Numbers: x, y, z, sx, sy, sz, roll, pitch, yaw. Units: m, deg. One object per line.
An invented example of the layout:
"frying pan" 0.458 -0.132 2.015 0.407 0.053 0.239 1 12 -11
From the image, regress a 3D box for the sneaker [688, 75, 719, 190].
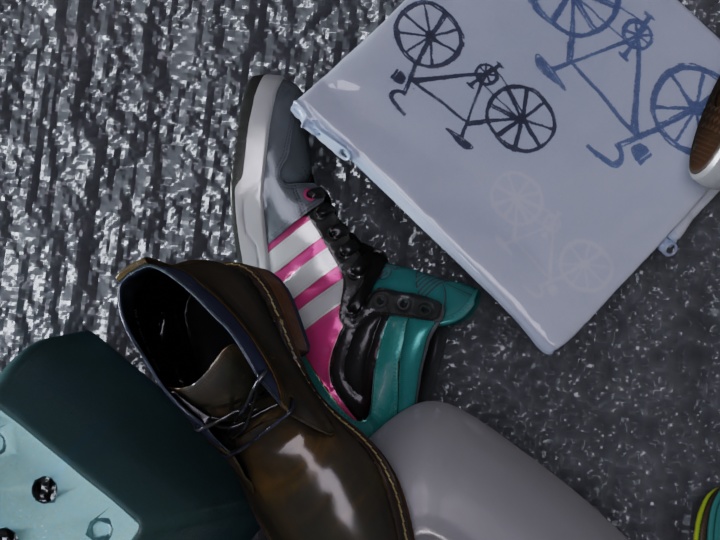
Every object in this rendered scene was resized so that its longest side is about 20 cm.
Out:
"sneaker" 0.240 -0.111 0.910 0.084 0.073 0.201 35 78 -6

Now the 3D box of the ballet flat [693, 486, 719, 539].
"ballet flat" 0.199 0.200 0.890 0.066 0.067 0.201 -1 49 -17

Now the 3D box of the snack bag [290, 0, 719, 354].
"snack bag" 0.094 -0.079 0.927 0.188 0.021 0.200 43 71 4

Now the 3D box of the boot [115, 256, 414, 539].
"boot" -0.047 0.078 0.827 0.075 0.097 0.201 -39 63 18

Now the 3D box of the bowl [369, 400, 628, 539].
"bowl" 0.042 0.192 0.883 0.200 0.075 0.200 40 104 -5

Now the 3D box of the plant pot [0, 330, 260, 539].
"plant pot" -0.143 0.120 0.870 0.141 0.200 0.142 38 89 7

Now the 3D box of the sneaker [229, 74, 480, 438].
"sneaker" 0.000 0.000 0.924 0.119 0.084 0.202 -3 93 9
